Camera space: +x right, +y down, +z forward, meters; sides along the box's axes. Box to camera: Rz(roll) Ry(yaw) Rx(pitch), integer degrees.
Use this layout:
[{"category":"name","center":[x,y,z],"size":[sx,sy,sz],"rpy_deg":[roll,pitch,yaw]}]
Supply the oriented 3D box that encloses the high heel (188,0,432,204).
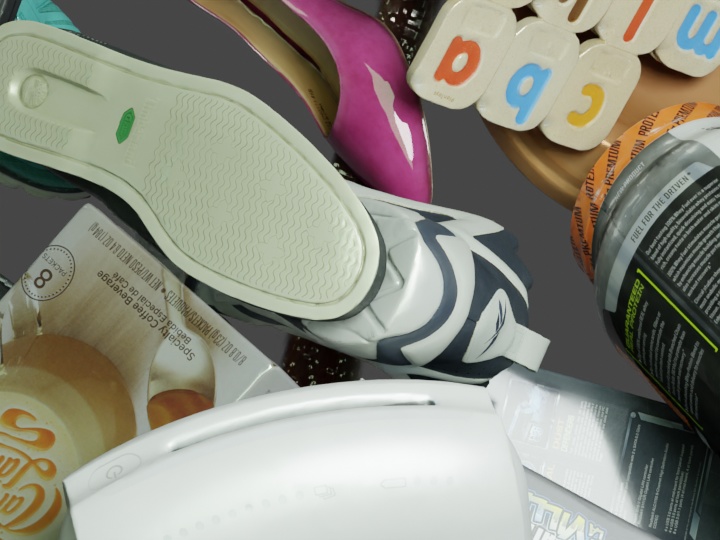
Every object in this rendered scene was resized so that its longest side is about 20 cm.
[{"category":"high heel","center":[-0.045,-0.098,1.179],"size":[0.096,0.068,0.201],"rpy_deg":[-20,66,-24]}]

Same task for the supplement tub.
[{"category":"supplement tub","center":[0.178,0.022,1.118],"size":[0.122,0.123,0.200],"rpy_deg":[-27,46,-15]}]

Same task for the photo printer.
[{"category":"photo printer","center":[-0.017,0.133,0.947],"size":[0.165,0.070,0.201],"rpy_deg":[-11,120,-8]}]

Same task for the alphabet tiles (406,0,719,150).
[{"category":"alphabet tiles","center":[0.104,-0.147,1.133],"size":[0.199,0.015,0.197],"rpy_deg":[14,111,-42]}]

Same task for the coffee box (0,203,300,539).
[{"category":"coffee box","center":[-0.117,0.093,1.008],"size":[0.114,0.080,0.200],"rpy_deg":[38,85,32]}]

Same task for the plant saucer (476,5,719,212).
[{"category":"plant saucer","center":[0.143,-0.116,1.235],"size":[0.198,0.037,0.202],"rpy_deg":[2,77,-10]}]

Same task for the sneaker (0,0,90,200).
[{"category":"sneaker","center":[-0.168,-0.115,1.154],"size":[0.077,0.080,0.200],"rpy_deg":[-38,87,-17]}]

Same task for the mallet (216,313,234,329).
[{"category":"mallet","center":[-0.056,0.112,1.129],"size":[0.041,0.066,0.201],"rpy_deg":[-13,81,-36]}]

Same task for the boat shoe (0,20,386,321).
[{"category":"boat shoe","center":[-0.064,-0.040,1.064],"size":[0.199,0.068,0.072],"rpy_deg":[30,93,28]}]

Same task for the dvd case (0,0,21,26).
[{"category":"dvd case","center":[-0.233,-0.135,1.123],"size":[0.199,0.018,0.144],"rpy_deg":[22,96,13]}]

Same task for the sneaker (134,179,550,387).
[{"category":"sneaker","center":[0.000,0.000,1.130],"size":[0.129,0.198,0.080],"rpy_deg":[26,83,-42]}]

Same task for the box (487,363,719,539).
[{"category":"box","center":[0.079,0.146,1.153],"size":[0.157,0.051,0.201],"rpy_deg":[15,75,-5]}]

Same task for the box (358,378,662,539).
[{"category":"box","center":[0.074,0.115,1.076],"size":[0.199,0.110,0.035],"rpy_deg":[28,74,1]}]

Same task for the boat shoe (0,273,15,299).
[{"category":"boat shoe","center":[-0.134,0.049,1.122],"size":[0.068,0.074,0.200],"rpy_deg":[-21,60,-36]}]
